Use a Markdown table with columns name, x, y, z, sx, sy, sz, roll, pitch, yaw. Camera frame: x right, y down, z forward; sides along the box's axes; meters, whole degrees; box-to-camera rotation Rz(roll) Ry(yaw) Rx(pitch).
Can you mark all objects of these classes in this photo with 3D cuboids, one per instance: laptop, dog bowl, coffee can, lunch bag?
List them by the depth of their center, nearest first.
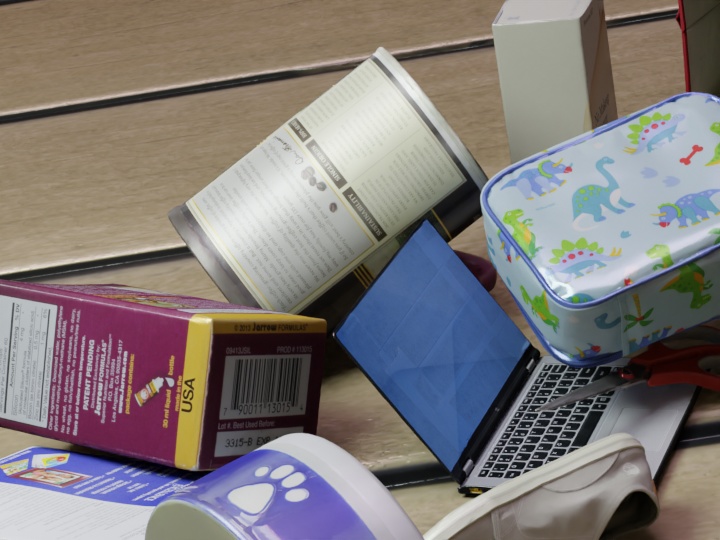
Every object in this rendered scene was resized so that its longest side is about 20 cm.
| name | x | y | z | sx | sy | sz | roll | pitch | yaw |
| --- | --- | --- | --- | --- | --- | --- | --- | --- | --- |
| dog bowl | -0.026 | 0.189 | 1.146 | 0.079 | 0.201 | 0.200 | -24 | 27 | -27 |
| laptop | 0.113 | 0.055 | 1.510 | 0.199 | 0.117 | 0.187 | 1 | 26 | 22 |
| lunch bag | 0.190 | -0.031 | 1.537 | 0.199 | 0.083 | 0.161 | -24 | 47 | -12 |
| coffee can | -0.019 | -0.045 | 1.657 | 0.200 | 0.147 | 0.146 | -38 | 26 | 0 |

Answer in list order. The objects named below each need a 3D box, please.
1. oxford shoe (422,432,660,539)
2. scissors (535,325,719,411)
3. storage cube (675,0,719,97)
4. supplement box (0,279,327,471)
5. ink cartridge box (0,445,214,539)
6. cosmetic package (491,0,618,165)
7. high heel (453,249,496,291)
| name | x | y | z | sx | sy | sz | roll | pitch | yaw |
| --- | --- | --- | --- | --- | --- | --- | --- | --- | --- |
| oxford shoe | 0.100 | 0.160 | 1.346 | 0.199 | 0.075 | 0.058 | -23 | 63 | -26 |
| scissors | 0.180 | 0.066 | 1.517 | 0.199 | 0.014 | 0.073 | -6 | 38 | -31 |
| storage cube | 0.395 | -0.238 | 2.010 | 0.199 | 0.172 | 0.180 | 5 | 27 | 31 |
| supplement box | -0.141 | 0.069 | 1.538 | 0.199 | 0.104 | 0.131 | 9 | 5 | 36 |
| ink cartridge box | -0.174 | 0.158 | 1.413 | 0.199 | 0.047 | 0.197 | 7 | 11 | 25 |
| cosmetic package | 0.159 | -0.116 | 1.778 | 0.073 | 0.201 | 0.104 | -2 | 24 | 17 |
| high heel | 0.000 | 0.000 | 1.732 | 0.199 | 0.068 | 0.096 | 5 | 16 | 22 |
